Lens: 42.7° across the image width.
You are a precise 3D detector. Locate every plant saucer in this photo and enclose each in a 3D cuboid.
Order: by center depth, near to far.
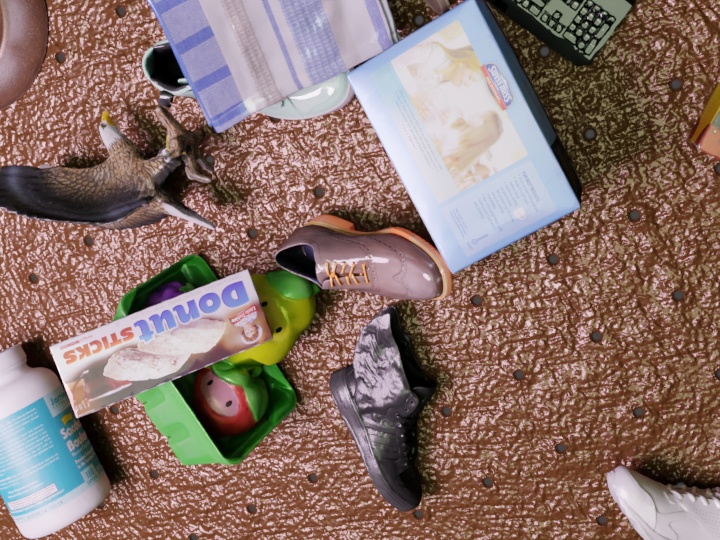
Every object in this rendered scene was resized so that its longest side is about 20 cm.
[{"bbox_3d":[-0.431,-0.268,0.982,0.198,0.037,0.203,3,103,14],"label":"plant saucer"}]

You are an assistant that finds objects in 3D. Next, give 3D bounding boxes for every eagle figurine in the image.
[{"bbox_3d":[-0.251,-0.089,0.930,0.198,0.152,0.152,-28,133,5],"label":"eagle figurine"}]

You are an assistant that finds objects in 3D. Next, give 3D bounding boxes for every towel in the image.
[{"bbox_3d":[-0.070,-0.220,0.813,0.198,0.024,0.148,-25,129,-3],"label":"towel"}]

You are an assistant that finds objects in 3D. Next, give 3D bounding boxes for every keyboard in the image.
[{"bbox_3d":[0.153,-0.281,0.831,0.199,0.040,0.105,36,110,2],"label":"keyboard"}]

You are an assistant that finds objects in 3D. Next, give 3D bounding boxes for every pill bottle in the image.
[{"bbox_3d":[-0.372,0.188,1.039,0.110,0.111,0.202,-22,98,18],"label":"pill bottle"}]

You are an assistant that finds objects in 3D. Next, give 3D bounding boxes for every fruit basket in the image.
[{"bbox_3d":[-0.138,0.077,0.945,0.213,0.155,0.218,13,118,25],"label":"fruit basket"}]

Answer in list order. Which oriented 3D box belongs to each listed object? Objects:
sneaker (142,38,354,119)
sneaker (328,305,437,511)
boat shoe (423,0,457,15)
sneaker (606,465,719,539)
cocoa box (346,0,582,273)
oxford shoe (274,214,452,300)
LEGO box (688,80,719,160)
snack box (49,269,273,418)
[{"bbox_3d":[-0.108,-0.182,0.878,0.198,0.118,0.075,7,104,11],"label":"sneaker"},{"bbox_3d":[0.039,0.146,0.952,0.103,0.060,0.201,-28,92,23],"label":"sneaker"},{"bbox_3d":[0.042,-0.319,0.809,0.068,0.072,0.201,-31,75,2],"label":"boat shoe"},{"bbox_3d":[0.335,0.238,0.902,0.199,0.078,0.100,34,102,-6],"label":"sneaker"},{"bbox_3d":[0.099,-0.124,0.833,0.132,0.131,0.202,-27,96,18],"label":"cocoa box"},{"bbox_3d":[0.000,0.000,0.874,0.199,0.073,0.072,13,124,44],"label":"oxford shoe"},{"bbox_3d":[0.397,-0.164,0.778,0.148,0.077,0.202,27,108,7],"label":"LEGO box"},{"bbox_3d":[-0.187,0.068,0.876,0.198,0.024,0.073,-22,91,-7],"label":"snack box"}]
